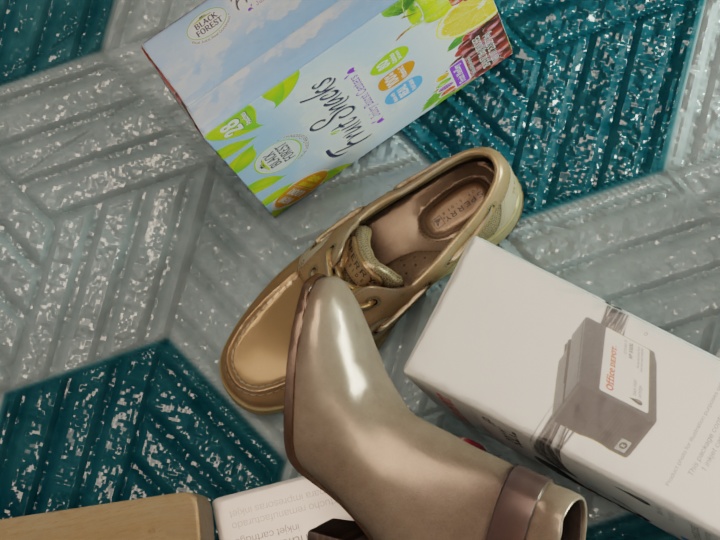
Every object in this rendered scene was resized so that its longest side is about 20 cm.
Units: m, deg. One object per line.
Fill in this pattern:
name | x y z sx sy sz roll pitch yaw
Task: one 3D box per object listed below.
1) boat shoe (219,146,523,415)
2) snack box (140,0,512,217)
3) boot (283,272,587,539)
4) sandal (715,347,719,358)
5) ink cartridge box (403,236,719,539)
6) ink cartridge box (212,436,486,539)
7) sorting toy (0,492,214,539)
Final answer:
boat shoe | 0.000 0.000 1.521 0.200 0.065 0.071 -41 75 -1
snack box | -0.013 -0.118 1.478 0.169 0.200 0.068 -34 75 0
boot | 0.040 0.105 1.373 0.146 0.070 0.200 10 117 29
sandal | 0.286 0.034 1.416 0.206 0.079 0.059 -19 77 13
ink cartridge box | 0.135 0.073 1.442 0.200 0.145 0.084 28 85 14
ink cartridge box | 0.017 0.204 1.467 0.146 0.083 0.200 -15 76 6
sorting toy | -0.153 0.231 1.483 0.200 0.070 0.199 -10 79 21
